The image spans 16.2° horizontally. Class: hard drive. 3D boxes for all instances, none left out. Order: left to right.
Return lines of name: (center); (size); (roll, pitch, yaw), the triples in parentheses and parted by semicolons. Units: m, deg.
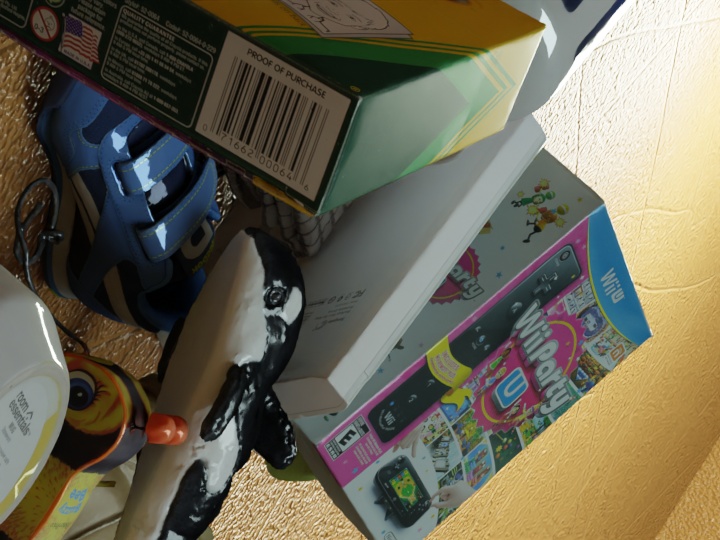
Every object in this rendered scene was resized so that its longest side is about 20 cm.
hard drive: (0.000, 0.000, 1.300); (0.131, 0.026, 0.200); (-13, -148, 50)

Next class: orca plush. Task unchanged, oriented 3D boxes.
orca plush: (-0.059, 0.086, 1.188); (0.105, 0.071, 0.202); (-12, -120, 66)

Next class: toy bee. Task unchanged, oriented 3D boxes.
toy bee: (-0.140, 0.078, 1.142); (0.131, 0.108, 0.201); (-33, 140, -62)

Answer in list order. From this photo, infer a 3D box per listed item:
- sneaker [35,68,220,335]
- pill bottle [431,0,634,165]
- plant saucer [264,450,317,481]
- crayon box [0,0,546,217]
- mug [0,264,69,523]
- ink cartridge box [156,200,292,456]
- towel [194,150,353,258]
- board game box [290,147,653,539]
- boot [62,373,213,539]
sneaker: (-0.102, -0.045, 1.196); (0.074, 0.082, 0.201); (-45, 157, -30)
pill bottle: (0.069, -0.141, 1.199); (0.200, 0.110, 0.111); (-49, 159, -35)
plant saucer: (0.016, 0.042, 1.457); (0.200, 0.031, 0.201); (-50, 161, -25)
crayon box: (-0.048, -0.110, 1.045); (0.172, 0.199, 0.059); (-28, 145, -58)
mug: (-0.186, 0.029, 0.976); (0.186, 0.153, 0.150); (-25, 142, -60)
ink cartridge box: (-0.022, -0.002, 1.471); (0.200, 0.082, 0.147); (-53, 161, -17)
towel: (-0.022, -0.128, 1.282); (0.166, 0.085, 0.200); (-54, 160, -21)
board game box: (0.055, 0.046, 1.379); (0.200, 0.064, 0.148); (-41, 146, -8)
boot: (-0.164, 0.158, 1.280); (0.199, 0.066, 0.177); (-26, 116, -43)
